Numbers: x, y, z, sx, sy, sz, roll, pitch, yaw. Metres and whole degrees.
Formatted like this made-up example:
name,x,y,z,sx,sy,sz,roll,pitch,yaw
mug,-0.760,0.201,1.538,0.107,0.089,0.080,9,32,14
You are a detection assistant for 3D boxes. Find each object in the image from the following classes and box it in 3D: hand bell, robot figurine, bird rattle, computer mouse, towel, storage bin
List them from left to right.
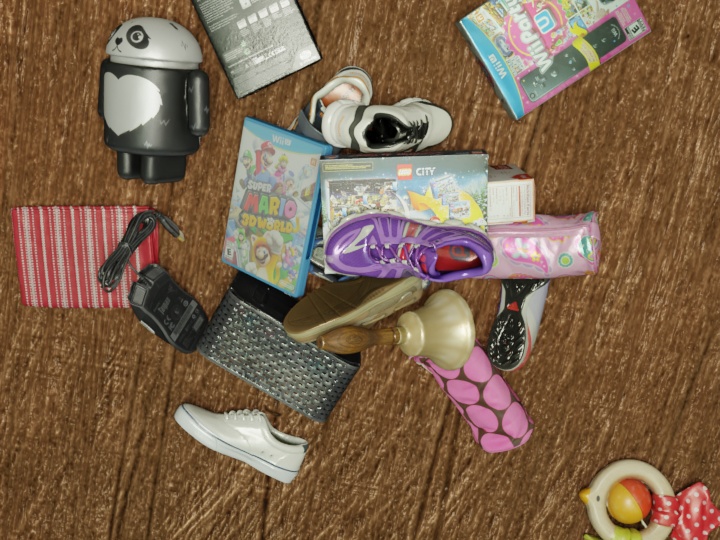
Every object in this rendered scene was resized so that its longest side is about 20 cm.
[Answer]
name,x,y,z,sx,sy,sz,roll,pitch,yaw
towel,-0.375,-0.019,1.155,0.197,0.023,0.147,0,106,1
robot figurine,-0.262,-0.213,1.055,0.148,0.125,0.203,3,104,-9
computer mouse,-0.270,0.013,1.139,0.046,0.142,0.200,0,146,36
storage bin,-0.105,0.098,1.125,0.199,0.135,0.094,30,102,-7
hand bell,0.034,0.079,1.021,0.198,0.104,0.106,-2,107,-36
bird rattle,0.409,0.353,1.214,0.199,0.113,0.164,-33,85,4

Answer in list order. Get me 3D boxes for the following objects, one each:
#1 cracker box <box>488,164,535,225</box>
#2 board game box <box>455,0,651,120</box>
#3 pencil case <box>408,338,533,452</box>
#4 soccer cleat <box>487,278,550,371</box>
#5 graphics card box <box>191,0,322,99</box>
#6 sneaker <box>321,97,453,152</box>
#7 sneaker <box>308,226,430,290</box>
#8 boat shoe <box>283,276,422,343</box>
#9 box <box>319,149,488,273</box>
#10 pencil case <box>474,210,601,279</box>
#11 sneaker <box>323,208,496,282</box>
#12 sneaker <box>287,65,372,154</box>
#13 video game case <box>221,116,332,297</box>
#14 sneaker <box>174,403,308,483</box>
name,x,y,z,sx,sy,sz,roll,pitch,yaw
cracker box,0.115,-0.095,1.081,0.197,0.134,0.059,-4,104,0
board game box,0.243,-0.309,1.067,0.199,0.064,0.148,-33,101,8
pencil case,0.156,0.166,1.170,0.093,0.091,0.201,-33,104,14
soccer cleat,0.226,0.041,1.158,0.067,0.073,0.203,14,87,25
graphics card box,-0.143,-0.336,1.065,0.124,0.051,0.202,-25,101,5
sneaker,0.049,-0.174,1.051,0.198,0.080,0.075,-11,116,-38
sneaker,0.000,0.000,1.129,0.197,0.085,0.078,12,103,-4
boat shoe,-0.003,0.050,1.065,0.198,0.071,0.065,-24,129,-18
box,0.052,-0.070,0.998,0.197,0.038,0.139,-2,105,0
pencil case,0.212,-0.034,1.094,0.197,0.087,0.089,1,105,18
sneaker,0.056,-0.024,0.948,0.197,0.084,0.082,-1,106,1
sneaker,-0.055,-0.177,1.090,0.078,0.080,0.201,31,103,-8
video game case,-0.113,-0.084,1.096,0.142,0.018,0.203,24,110,32
sneaker,-0.167,0.229,1.198,0.199,0.073,0.071,29,93,-16
